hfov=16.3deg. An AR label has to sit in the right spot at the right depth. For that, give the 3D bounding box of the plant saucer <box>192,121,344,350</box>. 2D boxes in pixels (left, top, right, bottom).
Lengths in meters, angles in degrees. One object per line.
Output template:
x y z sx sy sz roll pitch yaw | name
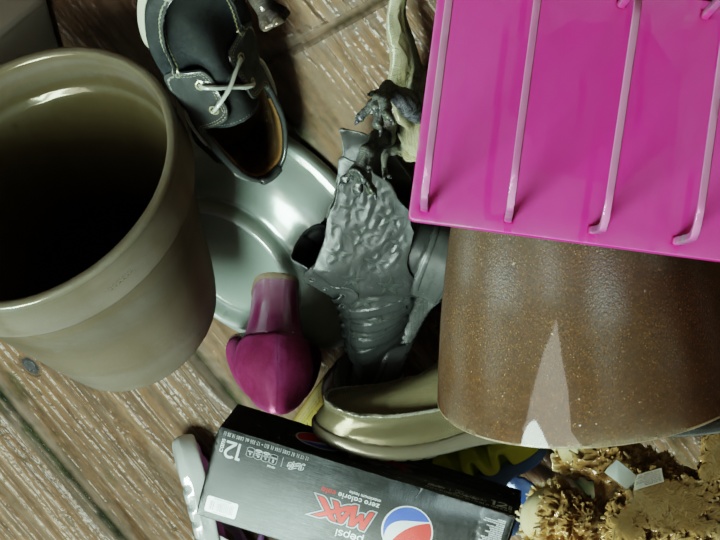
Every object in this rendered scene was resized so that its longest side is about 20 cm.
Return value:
-0.079 -0.014 1.707 0.200 0.050 0.200 22 138 22 | plant saucer

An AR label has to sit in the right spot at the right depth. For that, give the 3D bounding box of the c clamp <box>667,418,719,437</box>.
0.181 0.076 1.505 0.171 0.199 0.027 -170 78 -65 | c clamp

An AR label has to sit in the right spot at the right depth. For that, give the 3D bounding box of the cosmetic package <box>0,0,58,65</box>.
-0.306 -0.080 1.737 0.167 0.166 0.200 14 134 30 | cosmetic package

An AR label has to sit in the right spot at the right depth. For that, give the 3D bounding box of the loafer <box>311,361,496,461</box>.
0.066 0.077 1.621 0.199 0.076 0.068 -5 105 -3 | loafer

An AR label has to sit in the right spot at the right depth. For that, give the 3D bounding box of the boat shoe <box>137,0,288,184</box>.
-0.085 -0.125 1.553 0.068 0.072 0.200 52 169 30 | boat shoe

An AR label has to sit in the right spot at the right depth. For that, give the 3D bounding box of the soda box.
0.000 0.150 1.623 0.199 0.071 0.064 17 101 5 | soda box

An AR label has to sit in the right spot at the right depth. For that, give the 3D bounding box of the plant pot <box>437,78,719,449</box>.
0.128 -0.025 1.442 0.187 0.187 0.201 7 112 35 | plant pot

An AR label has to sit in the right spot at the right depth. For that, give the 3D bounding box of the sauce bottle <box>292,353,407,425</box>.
-0.025 0.127 1.791 0.065 0.065 0.200 38 143 2 | sauce bottle

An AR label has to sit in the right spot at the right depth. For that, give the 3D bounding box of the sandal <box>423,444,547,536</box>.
0.046 0.160 1.700 0.200 0.080 0.087 -20 114 20 | sandal

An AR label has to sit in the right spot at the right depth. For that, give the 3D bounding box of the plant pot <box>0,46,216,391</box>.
-0.176 -0.014 1.614 0.200 0.200 0.174 12 153 31 | plant pot

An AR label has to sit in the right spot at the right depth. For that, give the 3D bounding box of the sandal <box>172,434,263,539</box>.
-0.098 0.213 1.938 0.050 0.083 0.203 -17 123 -2 | sandal

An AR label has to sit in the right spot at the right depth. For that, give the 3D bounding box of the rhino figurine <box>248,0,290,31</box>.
-0.014 -0.206 1.457 0.200 0.060 0.088 -15 116 50 | rhino figurine

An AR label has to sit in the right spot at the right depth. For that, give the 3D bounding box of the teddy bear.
0.189 0.155 1.536 0.199 0.145 0.067 3 149 25 | teddy bear

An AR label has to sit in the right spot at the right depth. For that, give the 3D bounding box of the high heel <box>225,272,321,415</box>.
-0.056 0.082 1.677 0.067 0.096 0.200 4 157 -6 | high heel

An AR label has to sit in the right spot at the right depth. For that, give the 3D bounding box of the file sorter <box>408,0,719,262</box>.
0.132 -0.085 1.305 0.199 0.139 0.125 8 178 2 | file sorter

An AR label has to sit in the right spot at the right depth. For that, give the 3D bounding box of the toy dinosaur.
0.025 -0.096 1.512 0.047 0.088 0.200 16 136 28 | toy dinosaur

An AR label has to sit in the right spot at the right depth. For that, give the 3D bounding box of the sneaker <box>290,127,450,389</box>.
0.000 0.002 1.629 0.104 0.060 0.200 20 133 -10 | sneaker
